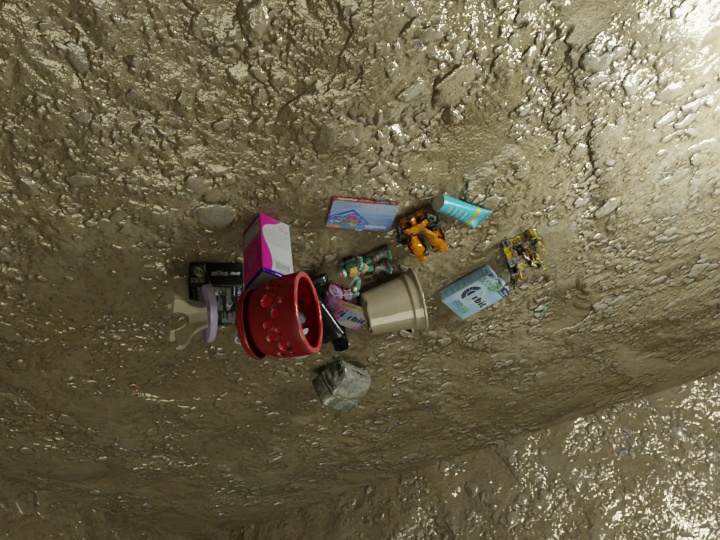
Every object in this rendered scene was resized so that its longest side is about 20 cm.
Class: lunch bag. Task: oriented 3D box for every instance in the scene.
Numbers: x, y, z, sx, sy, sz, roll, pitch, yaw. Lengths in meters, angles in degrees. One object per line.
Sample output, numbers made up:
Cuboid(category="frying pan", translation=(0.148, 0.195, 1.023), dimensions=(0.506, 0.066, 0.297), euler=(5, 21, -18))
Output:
Cuboid(category="lunch bag", translation=(-0.066, 0.443, 2.206), dimensions=(0.168, 0.140, 0.199), euler=(-44, 137, 11))

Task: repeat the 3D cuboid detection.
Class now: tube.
Cuboid(category="tube", translation=(0.293, -0.172, 1.639), dimensions=(0.196, 0.052, 0.077), euler=(14, 142, -36))

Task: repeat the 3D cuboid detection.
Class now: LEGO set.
Cuboid(category="LEGO set", translation=(0.532, -0.024, 1.816), dimensions=(0.149, 0.118, 0.202), euler=(-14, 142, 3))

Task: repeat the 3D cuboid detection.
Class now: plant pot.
Cuboid(category="plant pot", translation=(-0.206, 0.118, 1.411), dimensions=(0.177, 0.205, 0.202), euler=(-10, 143, 11))
Cuboid(category="plant pot", translation=(0.099, 0.113, 1.787), dimensions=(0.178, 0.204, 0.203), euler=(-14, 142, -6))

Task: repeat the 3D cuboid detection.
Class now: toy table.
Cuboid(category="toy table", translation=(-0.469, 0.130, 1.567), dimensions=(0.114, 0.185, 0.204), euler=(-7, 131, -29))

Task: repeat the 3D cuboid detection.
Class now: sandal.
Cuboid(category="sandal", translation=(-0.082, 0.242, 2.034), dimensions=(0.074, 0.044, 0.202), euler=(-17, 141, 6))

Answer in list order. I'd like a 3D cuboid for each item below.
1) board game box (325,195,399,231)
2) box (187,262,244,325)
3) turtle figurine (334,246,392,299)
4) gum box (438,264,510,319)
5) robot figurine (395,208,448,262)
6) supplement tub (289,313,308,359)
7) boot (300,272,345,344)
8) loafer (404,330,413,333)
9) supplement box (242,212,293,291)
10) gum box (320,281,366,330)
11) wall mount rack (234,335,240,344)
Cuboid(category="board game box", translation=(0.005, -0.159, 1.594), dimensions=(0.194, 0.020, 0.104), euler=(3, 137, -18))
Cuboid(category="box", translation=(-0.434, 0.074, 1.703), dimensions=(0.158, 0.088, 0.203), euler=(-1, 139, -13))
Cuboid(category="turtle figurine", translation=(0.000, 0.000, 1.721), dimensions=(0.195, 0.103, 0.151), euler=(-22, 156, -12))
Cuboid(category="gum box", translation=(0.398, 0.078, 1.963), dimensions=(0.197, 0.045, 0.169), euler=(-31, 137, 23))
Cuboid(category="robot figurine", translation=(0.183, -0.105, 1.674), dimensions=(0.142, 0.059, 0.200), euler=(-24, 140, 14))
Cuboid(category="supplement tub", translation=(-0.233, 0.174, 1.802), dimensions=(0.138, 0.142, 0.201), euler=(-27, 124, 19))
Cuboid(category="boot", translation=(-0.110, 0.120, 1.753), dimensions=(0.065, 0.204, 0.163), euler=(-33, -172, -40))
Cuboid(category="loafer", translation=(0.111, 0.173, 1.985), dimensions=(0.195, 0.064, 0.072), euler=(15, 135, -30))
Cuboid(category="supplement box", translation=(-0.252, -0.038, 1.527), dimensions=(0.099, 0.204, 0.103), euler=(22, 133, -34))
Cuboid(category="gum box", translation=(-0.057, 0.118, 1.872), dimensions=(0.196, 0.068, 0.113), euler=(21, 132, -34))
Cuboid(category="wall mount rack", translation=(-0.322, 0.190, 1.890), dimensions=(0.194, 0.076, 0.176), euler=(2, 142, -19))
